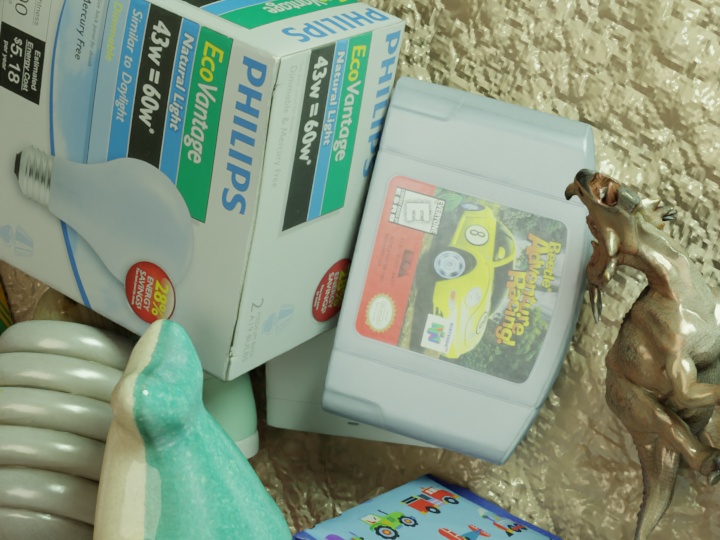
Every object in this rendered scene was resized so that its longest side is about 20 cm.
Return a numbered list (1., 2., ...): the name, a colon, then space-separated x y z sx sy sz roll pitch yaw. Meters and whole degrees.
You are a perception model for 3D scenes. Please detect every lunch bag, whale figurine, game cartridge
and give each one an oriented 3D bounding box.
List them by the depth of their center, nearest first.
1. whale figurine: -0.088 0.128 0.943 0.103 0.159 0.202 5 119 8
2. lunch bag: 0.080 0.192 0.957 0.199 0.150 0.095 12 103 30
3. game cartridge: 0.061 0.003 0.990 0.132 0.041 0.202 15 101 9

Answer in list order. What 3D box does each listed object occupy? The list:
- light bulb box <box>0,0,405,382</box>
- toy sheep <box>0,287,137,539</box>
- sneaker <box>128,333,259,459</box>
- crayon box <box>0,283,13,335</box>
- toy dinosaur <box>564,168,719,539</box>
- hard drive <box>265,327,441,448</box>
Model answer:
1. light bulb box: -0.102 -0.076 1.002 0.199 0.124 0.200 25 119 27
2. toy sheep: -0.182 0.101 1.033 0.137 0.138 0.202 -5 71 32
3. sneaker: -0.156 0.053 1.127 0.199 0.074 0.119 4 103 24
4. crayon box: -0.308 0.042 1.233 0.125 0.051 0.202 -19 87 31
5. toy dinosaur: 0.160 0.043 0.933 0.135 0.086 0.202 28 123 33
6. hard drive: 0.000 0.000 1.053 0.131 0.026 0.202 4 100 31
